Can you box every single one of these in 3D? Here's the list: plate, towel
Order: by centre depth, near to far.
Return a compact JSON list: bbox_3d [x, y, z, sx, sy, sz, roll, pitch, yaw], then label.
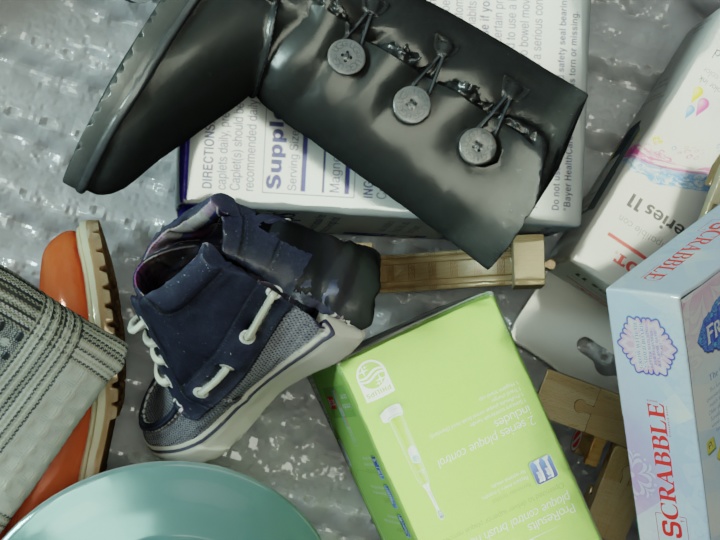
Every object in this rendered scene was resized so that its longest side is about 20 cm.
[{"bbox_3d":[-0.231,0.072,0.935,0.192,0.035,0.200,35,97,-37],"label":"towel"},{"bbox_3d":[-0.100,0.191,1.012,0.199,0.026,0.201,-6,110,-18],"label":"plate"}]

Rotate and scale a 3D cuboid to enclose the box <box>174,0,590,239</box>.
[{"bbox_3d":[0.010,-0.113,1.044,0.199,0.105,0.185,3,87,-7],"label":"box"}]

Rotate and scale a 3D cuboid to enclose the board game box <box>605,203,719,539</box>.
[{"bbox_3d":[0.196,0.062,0.982,0.200,0.041,0.201,-31,119,-45],"label":"board game box"}]

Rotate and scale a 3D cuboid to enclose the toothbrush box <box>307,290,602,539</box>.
[{"bbox_3d":[0.055,0.120,1.013,0.086,0.146,0.201,-23,88,-8],"label":"toothbrush box"}]

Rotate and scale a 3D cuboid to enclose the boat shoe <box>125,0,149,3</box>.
[{"bbox_3d":[-0.166,-0.220,1.056,0.070,0.071,0.201,-27,94,19],"label":"boat shoe"}]

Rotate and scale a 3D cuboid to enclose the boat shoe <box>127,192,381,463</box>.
[{"bbox_3d":[-0.078,0.026,0.979,0.092,0.200,0.075,25,51,-22],"label":"boat shoe"}]

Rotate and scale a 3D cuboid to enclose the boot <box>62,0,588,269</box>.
[{"bbox_3d":[-0.015,-0.061,0.959,0.199,0.066,0.165,32,86,-9],"label":"boot"}]

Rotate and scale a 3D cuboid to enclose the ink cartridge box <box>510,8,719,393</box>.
[{"bbox_3d":[0.178,-0.021,1.076,0.117,0.067,0.201,33,83,-5],"label":"ink cartridge box"}]

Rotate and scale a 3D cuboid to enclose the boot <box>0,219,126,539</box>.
[{"bbox_3d":[-0.169,0.072,1.029,0.107,0.075,0.201,4,87,-2],"label":"boot"}]

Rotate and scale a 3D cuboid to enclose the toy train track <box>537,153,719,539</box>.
[{"bbox_3d":[0.152,0.036,1.022,0.114,0.033,0.201,20,94,-12],"label":"toy train track"}]

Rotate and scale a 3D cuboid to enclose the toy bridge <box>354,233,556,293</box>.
[{"bbox_3d":[0.000,0.000,1.052,0.199,0.067,0.027,-1,86,1],"label":"toy bridge"}]
